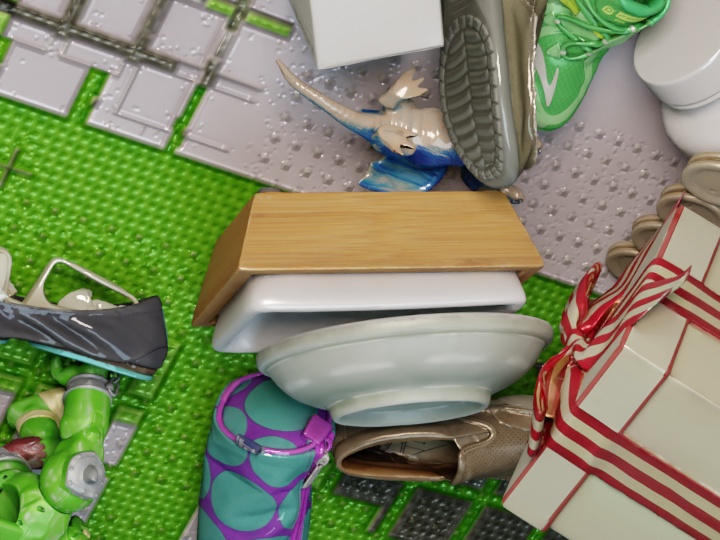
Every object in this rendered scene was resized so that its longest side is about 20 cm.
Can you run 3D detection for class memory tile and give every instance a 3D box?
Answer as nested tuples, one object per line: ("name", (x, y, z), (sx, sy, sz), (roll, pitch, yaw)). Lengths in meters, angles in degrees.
("memory tile", (0.261, -0.012, 1.468), (0.152, 0.017, 0.200), (24, 154, -5))

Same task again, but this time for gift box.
("gift box", (0.210, 0.075, 1.376), (0.186, 0.185, 0.201), (31, 124, 0))

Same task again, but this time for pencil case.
("pencil case", (-0.069, 0.175, 1.545), (0.085, 0.092, 0.201), (-35, 143, -45))

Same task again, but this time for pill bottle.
("pill bottle", (0.270, -0.099, 1.438), (0.111, 0.112, 0.200), (-41, 125, 14))

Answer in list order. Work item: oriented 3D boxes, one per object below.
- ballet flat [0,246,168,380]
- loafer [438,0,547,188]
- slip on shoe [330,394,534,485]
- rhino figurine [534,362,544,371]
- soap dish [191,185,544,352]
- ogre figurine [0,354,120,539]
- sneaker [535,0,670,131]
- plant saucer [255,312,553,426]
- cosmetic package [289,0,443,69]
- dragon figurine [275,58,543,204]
("ballet flat", (-0.220, 0.021, 1.416), (0.199, 0.073, 0.073), (11, 120, -16))
("loafer", (0.090, -0.152, 1.332), (0.069, 0.075, 0.202), (-5, 91, -27))
("slip on shoe", (0.076, 0.125, 1.537), (0.199, 0.061, 0.076), (11, 131, -4))
("rhino figurine", (0.179, 0.115, 1.594), (0.087, 0.060, 0.201), (-24, 126, -2))
("soap dish", (0.000, 0.000, 1.411), (0.199, 0.082, 0.157), (-1, 167, -15))
("ogre figurine", (-0.230, 0.150, 1.462), (0.199, 0.120, 0.098), (-30, 127, 6))
("sneaker", (0.146, -0.172, 1.369), (0.074, 0.084, 0.201), (11, 121, -23))
("plant saucer", (0.031, 0.071, 1.438), (0.199, 0.051, 0.200), (-6, 168, -1))
("cosmetic package", (-0.006, -0.233, 1.269), (0.084, 0.108, 0.201), (-11, 125, -8))
("dragon figurine", (0.032, -0.083, 1.399), (0.199, 0.059, 0.099), (7, 162, -15))
